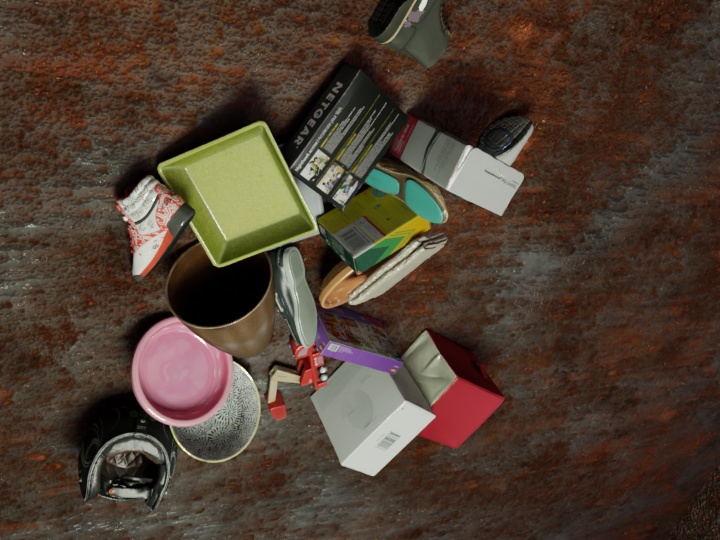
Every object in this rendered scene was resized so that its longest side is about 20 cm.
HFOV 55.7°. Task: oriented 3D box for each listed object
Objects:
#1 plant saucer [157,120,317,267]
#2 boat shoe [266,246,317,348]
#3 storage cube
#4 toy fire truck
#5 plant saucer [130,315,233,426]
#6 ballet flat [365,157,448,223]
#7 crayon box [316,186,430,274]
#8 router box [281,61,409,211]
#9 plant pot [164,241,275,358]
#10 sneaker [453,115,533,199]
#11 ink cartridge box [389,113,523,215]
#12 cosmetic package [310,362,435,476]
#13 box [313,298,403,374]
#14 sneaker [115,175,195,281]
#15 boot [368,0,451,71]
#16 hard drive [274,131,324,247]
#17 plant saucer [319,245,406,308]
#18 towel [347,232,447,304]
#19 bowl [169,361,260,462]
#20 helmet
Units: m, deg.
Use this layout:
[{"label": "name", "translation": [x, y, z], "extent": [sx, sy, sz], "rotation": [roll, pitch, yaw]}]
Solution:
[{"label": "plant saucer", "translation": [-0.194, -0.126, 1.106], "extent": [0.198, 0.048, 0.201], "rotation": [-19, 117, 15]}, {"label": "boat shoe", "translation": [-0.130, 0.051, 1.275], "extent": [0.060, 0.076, 0.202], "rotation": [-2, 108, 24]}, {"label": "storage cube", "translation": [0.188, 0.274, 1.579], "extent": [0.179, 0.171, 0.200], "rotation": [27, 110, -37]}, {"label": "toy fire truck", "translation": [-0.142, 0.220, 1.451], "extent": [0.140, 0.049, 0.201], "rotation": [-17, 130, -14]}, {"label": "plant saucer", "translation": [-0.334, 0.186, 1.264], "extent": [0.199, 0.203, 0.051], "rotation": [17, 159, -36]}, {"label": "ballet flat", "translation": [0.091, -0.150, 1.195], "extent": [0.065, 0.199, 0.071], "rotation": [-31, 143, -34]}, {"label": "crayon box", "translation": [0.037, -0.092, 1.230], "extent": [0.199, 0.127, 0.051], "rotation": [-32, 141, -16]}, {"label": "router box", "translation": [-0.027, -0.220, 1.142], "extent": [0.201, 0.051, 0.149], "rotation": [-53, 136, 4]}, {"label": "plant pot", "translation": [-0.227, 0.070, 1.225], "extent": [0.185, 0.188, 0.201], "rotation": [-24, 147, -8]}, {"label": "sneaker", "translation": [0.260, -0.214, 1.321], "extent": [0.200, 0.075, 0.087], "rotation": [-47, 143, 21]}, {"label": "ink cartridge box", "translation": [0.164, -0.187, 1.187], "extent": [0.144, 0.200, 0.084], "rotation": [18, 107, -35]}, {"label": "cosmetic package", "translation": [0.023, 0.298, 1.493], "extent": [0.199, 0.200, 0.123], "rotation": [-46, 134, 12]}, {"label": "box", "translation": [-0.018, 0.134, 1.389], "extent": [0.199, 0.137, 0.039], "rotation": [21, 115, -36]}, {"label": "sneaker", "translation": [-0.354, -0.071, 1.115], "extent": [0.108, 0.067, 0.201], "rotation": [41, 132, -8]}, {"label": "boot", "translation": [0.121, -0.426, 1.082], "extent": [0.138, 0.078, 0.200], "rotation": [20, 127, -41]}, {"label": "hard drive", "translation": [-0.139, -0.136, 1.190], "extent": [0.138, 0.033, 0.201], "rotation": [-19, 131, -13]}, {"label": "plant saucer", "translation": [0.000, 0.000, 1.310], "extent": [0.199, 0.038, 0.200], "rotation": [-33, 165, -10]}, {"label": "towel", "translation": [0.069, -0.005, 1.289], "extent": [0.200, 0.035, 0.132], "rotation": [-39, 169, 26]}, {"label": "bowl", "translation": [-0.308, 0.278, 1.356], "extent": [0.199, 0.203, 0.094], "rotation": [18, 156, -36]}, {"label": "helmet", "translation": [-0.446, 0.360, 1.310], "extent": [0.198, 0.190, 0.202], "rotation": [-2, 95, -20]}]
